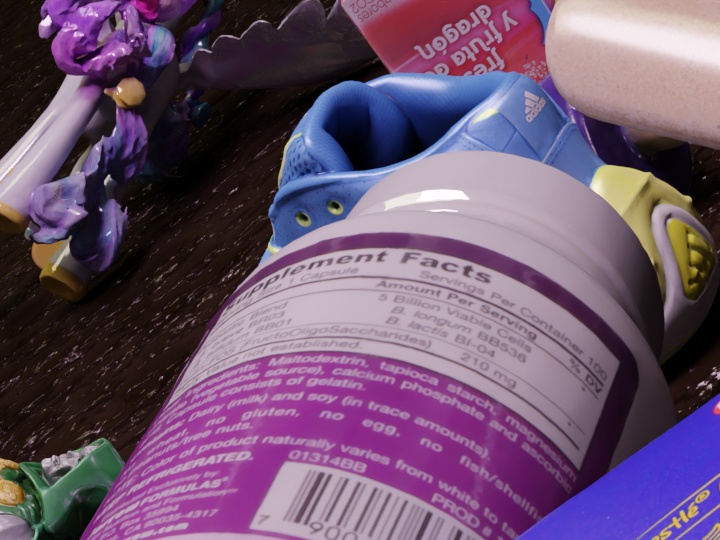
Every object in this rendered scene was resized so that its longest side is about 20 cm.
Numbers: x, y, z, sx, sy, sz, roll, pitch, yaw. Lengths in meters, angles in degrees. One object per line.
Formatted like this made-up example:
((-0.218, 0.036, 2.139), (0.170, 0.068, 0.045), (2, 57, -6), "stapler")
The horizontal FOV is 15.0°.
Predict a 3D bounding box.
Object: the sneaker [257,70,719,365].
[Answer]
((0.000, 0.000, 0.756), (0.200, 0.105, 0.076), (-26, 20, 37), "sneaker")

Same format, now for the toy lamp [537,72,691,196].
((0.116, -0.059, 0.755), (0.200, 0.058, 0.058), (-27, 19, 38), "toy lamp")

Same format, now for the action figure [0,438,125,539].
((-0.172, 0.091, 0.890), (0.199, 0.055, 0.118), (-14, 20, -4), "action figure")

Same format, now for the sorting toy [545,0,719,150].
((0.167, -0.084, 0.635), (0.185, 0.037, 0.200), (17, 53, 33), "sorting toy")

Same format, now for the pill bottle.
((0.006, 0.057, 0.570), (0.112, 0.112, 0.200), (-29, 17, 30), "pill bottle")

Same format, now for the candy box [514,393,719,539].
((0.118, 0.054, 0.395), (0.169, 0.077, 0.200), (-37, 17, 8), "candy box")

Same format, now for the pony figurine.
((-0.102, -0.089, 1.203), (0.200, 0.166, 0.193), (-61, 15, -20), "pony figurine")

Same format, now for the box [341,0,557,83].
((0.099, -0.119, 0.889), (0.200, 0.095, 0.103), (-35, 16, 11), "box")
